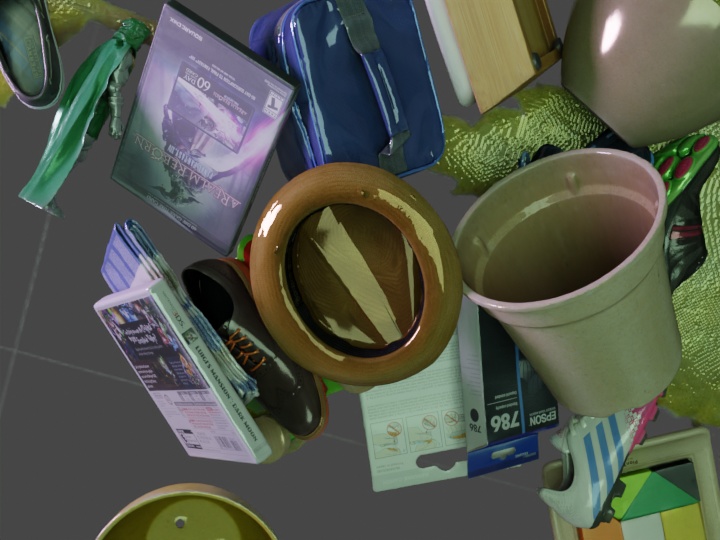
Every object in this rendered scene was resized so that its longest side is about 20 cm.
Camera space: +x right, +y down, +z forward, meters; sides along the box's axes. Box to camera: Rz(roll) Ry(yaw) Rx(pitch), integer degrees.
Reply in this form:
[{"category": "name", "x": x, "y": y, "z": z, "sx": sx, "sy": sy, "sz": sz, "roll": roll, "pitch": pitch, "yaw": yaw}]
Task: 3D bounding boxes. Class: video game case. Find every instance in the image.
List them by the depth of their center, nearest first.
[{"category": "video game case", "x": -0.147, "y": -0.126, "z": 1.140, "sx": 0.142, "sy": 0.019, "sz": 0.201, "roll": 33, "pitch": 126, "yaw": 8}, {"category": "video game case", "x": -0.169, "y": 0.096, "z": 1.151, "sx": 0.023, "sy": 0.199, "sz": 0.183, "roll": -35, "pitch": 100, "yaw": -24}]

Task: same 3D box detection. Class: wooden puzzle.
[{"category": "wooden puzzle", "x": 0.295, "y": 0.277, "z": 1.293, "sx": 0.182, "sy": 0.037, "sz": 0.203, "roll": -12, "pitch": 99, "yaw": -4}]

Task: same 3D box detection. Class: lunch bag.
[{"category": "lunch bag", "x": -0.009, "y": -0.160, "z": 1.143, "sx": 0.134, "sy": 0.132, "sz": 0.203, "roll": -20, "pitch": 100, "yaw": -20}]

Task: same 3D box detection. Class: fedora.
[{"category": "fedora", "x": 0.000, "y": 0.000, "z": 1.096, "sx": 0.197, "sy": 0.082, "sz": 0.204, "roll": 3, "pitch": 104, "yaw": 10}]

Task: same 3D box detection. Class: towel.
[{"category": "towel", "x": -0.172, "y": 0.054, "z": 1.155, "sx": 0.024, "sy": 0.147, "sz": 0.201, "roll": -35, "pitch": 85, "yaw": -25}]

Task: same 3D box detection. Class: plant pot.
[{"category": "plant pot", "x": 0.204, "y": 0.026, "z": 1.121, "sx": 0.199, "sy": 0.201, "sz": 0.185, "roll": -30, "pitch": 124, "yaw": 0}, {"category": "plant pot", "x": 0.264, "y": -0.195, "z": 1.153, "sx": 0.200, "sy": 0.200, "sz": 0.135, "roll": 39, "pitch": 101, "yaw": -9}, {"category": "plant pot", "x": -0.165, "y": 0.291, "z": 1.201, "sx": 0.197, "sy": 0.142, "sz": 0.203, "roll": -1, "pitch": 97, "yaw": -5}]

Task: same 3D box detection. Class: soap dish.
[{"category": "soap dish", "x": 0.118, "y": -0.258, "z": 1.145, "sx": 0.080, "sy": 0.157, "sz": 0.203, "roll": -15, "pitch": 100, "yaw": 25}]

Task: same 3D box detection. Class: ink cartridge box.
[{"category": "ink cartridge box", "x": 0.145, "y": 0.099, "z": 1.207, "sx": 0.098, "sy": 0.039, "sz": 0.203, "roll": -10, "pitch": 100, "yaw": -34}, {"category": "ink cartridge box", "x": 0.074, "y": 0.108, "z": 1.250, "sx": 0.160, "sy": 0.050, "sz": 0.203, "roll": -9, "pitch": 103, "yaw": -4}]

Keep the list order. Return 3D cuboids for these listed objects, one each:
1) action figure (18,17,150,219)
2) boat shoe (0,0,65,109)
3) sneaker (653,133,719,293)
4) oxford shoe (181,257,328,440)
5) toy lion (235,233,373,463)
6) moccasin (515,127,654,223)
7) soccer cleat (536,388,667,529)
[{"category": "action figure", "x": -0.254, "y": -0.148, "z": 1.165, "sx": 0.054, "sy": 0.118, "sz": 0.202, "roll": 29, "pitch": 86, "yaw": -31}, {"category": "boat shoe", "x": -0.328, "y": -0.248, "z": 1.151, "sx": 0.069, "sy": 0.066, "sz": 0.203, "roll": -13, "pitch": 99, "yaw": -3}, {"category": "sneaker", "x": 0.309, "y": -0.042, "z": 1.243, "sx": 0.083, "sy": 0.077, "sz": 0.202, "roll": 20, "pitch": 98, "yaw": -27}, {"category": "oxford shoe", "x": -0.103, "y": 0.075, "z": 1.150, "sx": 0.071, "sy": 0.072, "sz": 0.201, "roll": -45, "pitch": 71, "yaw": 20}, {"category": "toy lion", "x": -0.068, "y": 0.057, "z": 1.201, "sx": 0.199, "sy": 0.068, "sz": 0.193, "roll": -39, "pitch": 80, "yaw": 22}, {"category": "moccasin", "x": 0.190, "y": -0.093, "z": 1.223, "sx": 0.198, "sy": 0.080, "sz": 0.069, "roll": -24, "pitch": 95, "yaw": -16}, {"category": "soccer cleat", "x": 0.243, "y": 0.157, "z": 1.243, "sx": 0.085, "sy": 0.070, "sz": 0.202, "roll": 25, "pitch": 77, "yaw": 5}]
